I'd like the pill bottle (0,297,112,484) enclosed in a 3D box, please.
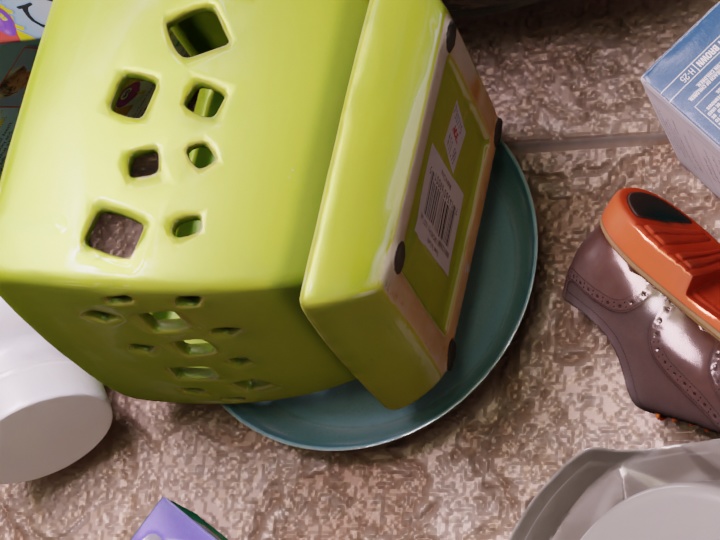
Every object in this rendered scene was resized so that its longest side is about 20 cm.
[{"bbox_3d":[-0.204,0.009,1.142,0.112,0.112,0.201,-32,61,8],"label":"pill bottle"}]

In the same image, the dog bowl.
[{"bbox_3d":[0.149,0.167,0.936,0.199,0.059,0.201,-13,71,39],"label":"dog bowl"}]

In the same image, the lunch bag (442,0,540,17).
[{"bbox_3d":[0.049,-0.194,1.032,0.199,0.164,0.118,3,83,35],"label":"lunch bag"}]

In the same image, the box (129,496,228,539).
[{"bbox_3d":[-0.112,0.227,1.058,0.117,0.048,0.200,34,86,30],"label":"box"}]

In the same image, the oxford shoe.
[{"bbox_3d":[0.175,0.052,1.009,0.200,0.071,0.073,51,122,26],"label":"oxford shoe"}]

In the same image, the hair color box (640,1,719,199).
[{"bbox_3d":[0.225,-0.029,0.989,0.061,0.100,0.200,-43,61,0],"label":"hair color box"}]

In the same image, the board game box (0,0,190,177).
[{"bbox_3d":[-0.183,-0.121,1.112,0.103,0.200,0.105,47,120,17],"label":"board game box"}]

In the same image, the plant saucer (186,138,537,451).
[{"bbox_3d":[0.000,0.000,1.112,0.199,0.027,0.201,-8,68,19],"label":"plant saucer"}]

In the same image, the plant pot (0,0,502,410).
[{"bbox_3d":[-0.042,-0.043,1.024,0.181,0.200,0.200,8,73,17],"label":"plant pot"}]
